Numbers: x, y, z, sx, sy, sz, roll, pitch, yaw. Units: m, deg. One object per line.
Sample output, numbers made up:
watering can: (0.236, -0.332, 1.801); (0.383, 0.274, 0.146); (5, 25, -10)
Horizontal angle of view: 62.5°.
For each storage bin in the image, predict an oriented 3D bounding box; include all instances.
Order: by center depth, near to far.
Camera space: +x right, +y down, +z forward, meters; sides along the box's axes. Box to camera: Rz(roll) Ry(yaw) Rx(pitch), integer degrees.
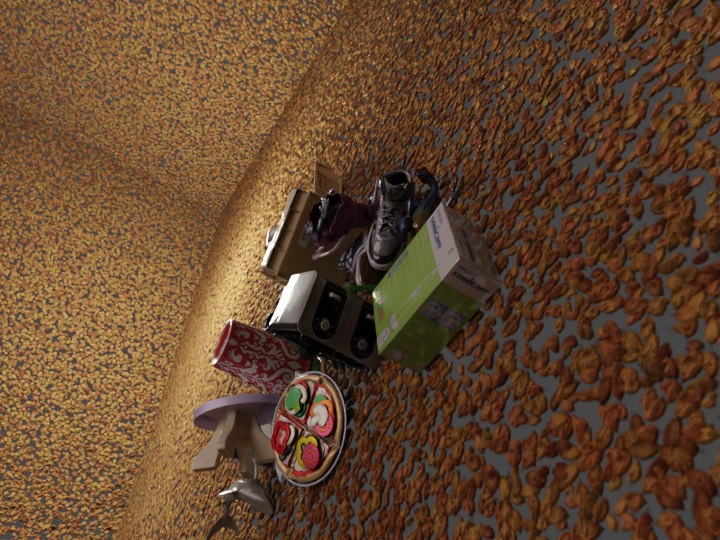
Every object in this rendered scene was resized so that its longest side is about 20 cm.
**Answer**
storage bin: (-0.110, -0.052, 1.351); (0.093, 0.195, 0.206); (1, 67, 62)
storage bin: (-0.139, -0.168, 1.663); (0.202, 0.092, 0.202); (-53, 25, 30)

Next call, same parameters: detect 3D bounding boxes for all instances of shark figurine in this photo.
shark figurine: (-0.273, 0.487, 1.260); (0.214, 0.088, 0.131); (-41, 62, 36)

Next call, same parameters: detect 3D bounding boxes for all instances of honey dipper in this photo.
honey dipper: (-0.076, 0.197, 1.228); (0.039, 0.037, 0.202); (-56, 19, 20)

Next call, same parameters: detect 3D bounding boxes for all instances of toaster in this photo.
toaster: (-0.058, 0.098, 1.094); (0.198, 0.178, 0.122); (-10, 53, 63)

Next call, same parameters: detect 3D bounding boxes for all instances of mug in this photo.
mug: (-0.234, 0.212, 1.343); (0.178, 0.196, 0.136); (-46, 28, 38)

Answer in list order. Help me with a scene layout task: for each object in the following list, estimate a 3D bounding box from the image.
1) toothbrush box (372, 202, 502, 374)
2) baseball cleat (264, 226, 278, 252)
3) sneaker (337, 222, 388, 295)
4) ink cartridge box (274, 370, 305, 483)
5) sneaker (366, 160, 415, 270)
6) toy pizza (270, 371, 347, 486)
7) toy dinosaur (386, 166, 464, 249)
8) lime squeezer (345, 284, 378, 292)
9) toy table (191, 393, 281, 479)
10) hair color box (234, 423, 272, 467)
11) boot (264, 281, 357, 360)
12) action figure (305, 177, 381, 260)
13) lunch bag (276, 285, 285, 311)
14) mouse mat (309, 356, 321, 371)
toothbrush box: (0.106, 0.027, 0.897); (0.202, 0.084, 0.148); (-54, 23, 28)
baseball cleat: (-0.152, -0.062, 1.530); (0.193, 0.070, 0.110); (3, 68, 19)
sneaker: (0.000, 0.000, 1.200); (0.108, 0.069, 0.203); (-44, 22, 32)
ink cartridge box: (-0.133, 0.313, 1.195); (0.094, 0.036, 0.207); (-171, 95, -75)
sneaker: (0.055, -0.110, 1.121); (0.115, 0.073, 0.205); (78, -153, -61)
toy pizza: (-0.103, 0.287, 1.089); (0.196, 0.031, 0.207); (-18, 62, 37)
toy dinosaur: (0.099, -0.099, 1.060); (0.204, 0.103, 0.183); (-66, -3, 33)
lime squeezer: (0.061, -0.002, 1.072); (0.199, 0.071, 0.038); (-42, 0, -22)
toy table: (-0.244, 0.331, 1.190); (0.194, 0.185, 0.120); (-16, 53, 13)
hair color box: (-0.259, 0.375, 1.378); (0.062, 0.098, 0.199); (-66, 21, 2)
boot: (-0.104, 0.079, 1.251); (0.202, 0.130, 0.068); (-51, 21, -4)
action figure: (-0.013, -0.112, 1.248); (0.131, 0.197, 0.155); (-10, 89, 42)
lunch bag: (-0.142, 0.060, 1.478); (0.159, 0.074, 0.206); (-32, 40, 52)
mouse mat: (-0.136, 0.259, 1.338); (0.165, 0.007, 0.200); (-65, 20, 2)
